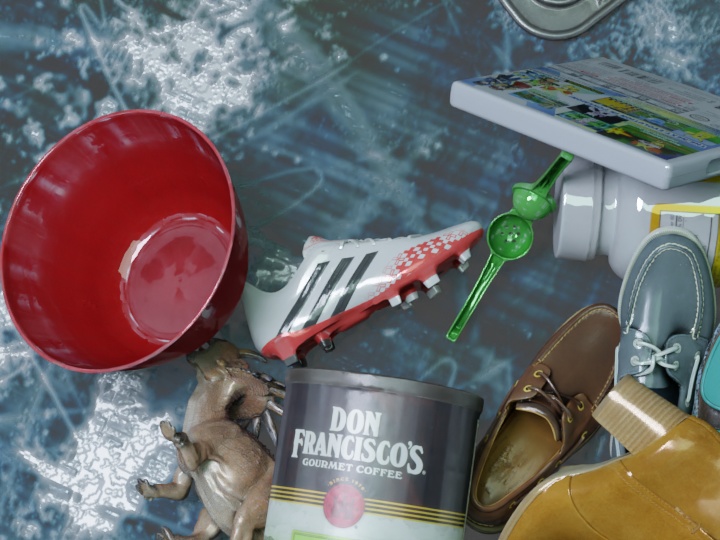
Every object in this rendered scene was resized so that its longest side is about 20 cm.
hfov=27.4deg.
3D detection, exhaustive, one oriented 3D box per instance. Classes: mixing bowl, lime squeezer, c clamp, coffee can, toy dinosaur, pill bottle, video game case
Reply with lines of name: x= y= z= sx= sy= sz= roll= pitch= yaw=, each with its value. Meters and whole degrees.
mixing bowl: x=-0.159 y=-0.008 z=1.114 sx=0.198 sy=0.108 sz=0.202 roll=-8 pitch=70 yaw=22
lime squeezer: x=0.116 y=-0.035 z=1.112 sx=0.038 sy=0.201 sz=0.070 roll=41 pitch=42 yaw=13
c clamp: x=0.163 y=-0.282 z=1.220 sx=0.199 sy=0.027 sz=0.172 roll=-31 pitch=77 yaw=-4
coffee can: x=0.004 y=0.181 z=1.048 sx=0.145 sy=0.146 sz=0.202 roll=7 pitch=81 yaw=4
toy dinosaur: x=-0.088 y=0.151 z=1.105 sx=0.135 sy=0.086 sz=0.202 roll=-23 pitch=92 yaw=-39
pill bottle: x=0.248 y=-0.044 z=1.115 sx=0.198 sy=0.113 sz=0.114 roll=3 pitch=76 yaw=3
video game case: x=0.196 y=-0.112 z=1.077 sx=0.199 sy=0.181 sz=0.022 roll=28 pitch=121 yaw=40

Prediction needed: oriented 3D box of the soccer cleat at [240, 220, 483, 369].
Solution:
soccer cleat: x=0.000 y=0.000 z=1.140 sx=0.199 sy=0.069 sz=0.086 roll=-29 pitch=79 yaw=0

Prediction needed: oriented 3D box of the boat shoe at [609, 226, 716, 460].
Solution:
boat shoe: x=0.219 y=0.071 z=1.069 sx=0.072 sy=0.062 sz=0.202 roll=7 pitch=108 yaw=5

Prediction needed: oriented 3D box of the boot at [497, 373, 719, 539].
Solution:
boot: x=0.190 y=0.187 z=1.037 sx=0.144 sy=0.071 sz=0.202 roll=42 pitch=119 yaw=19

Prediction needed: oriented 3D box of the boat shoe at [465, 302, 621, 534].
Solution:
boat shoe: x=0.142 y=0.109 z=1.105 sx=0.072 sy=0.068 sz=0.201 roll=35 pitch=80 yaw=10

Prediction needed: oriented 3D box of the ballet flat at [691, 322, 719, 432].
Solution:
ballet flat: x=0.274 y=0.107 z=1.063 sx=0.074 sy=0.074 sz=0.202 roll=20 pitch=99 yaw=7
